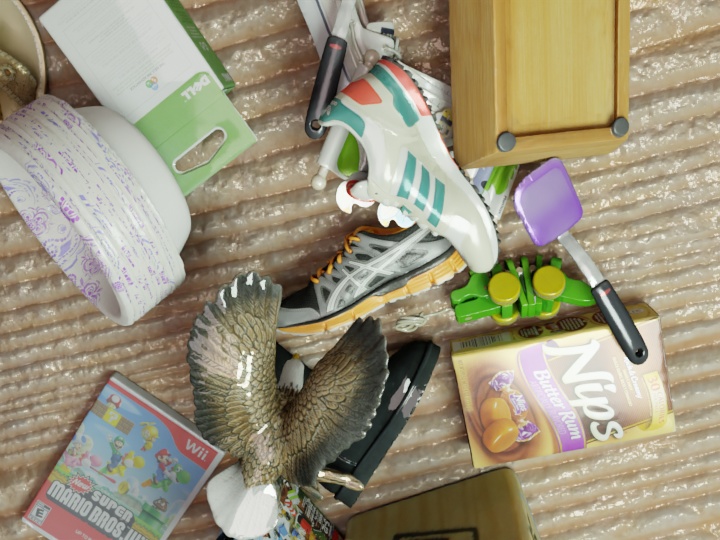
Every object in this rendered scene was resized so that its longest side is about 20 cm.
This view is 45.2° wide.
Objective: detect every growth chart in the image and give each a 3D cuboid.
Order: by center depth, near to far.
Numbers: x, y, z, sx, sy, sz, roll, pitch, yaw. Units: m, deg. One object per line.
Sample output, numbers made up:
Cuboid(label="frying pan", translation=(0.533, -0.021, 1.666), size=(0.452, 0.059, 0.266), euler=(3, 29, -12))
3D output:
Cuboid(label="growth chart", translation=(0.060, -0.104, 0.765), size=(0.197, 0.018, 0.147), euler=(15, 93, -23))

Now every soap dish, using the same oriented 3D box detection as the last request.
Cuboid(label="soap dish", translation=(0.153, -0.191, 0.728), size=(0.155, 0.081, 0.204), euler=(-7, 104, -16))

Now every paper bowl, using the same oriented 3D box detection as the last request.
Cuboid(label="paper bowl", translation=(-0.227, -0.060, 0.758), size=(0.104, 0.200, 0.202), euler=(-39, 100, -22))

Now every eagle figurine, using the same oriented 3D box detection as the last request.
Cuboid(label="eagle figurine", translation=(-0.068, 0.116, 0.744), size=(0.149, 0.152, 0.202), euler=(-12, 141, -21))

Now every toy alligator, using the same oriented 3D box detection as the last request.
Cuboid(label="toy alligator", translation=(0.127, 0.017, 0.819), size=(0.196, 0.059, 0.055), euler=(-8, 63, 5))

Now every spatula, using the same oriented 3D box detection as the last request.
Cuboid(label="spatula", translation=(-0.015, -0.210, 0.725), size=(0.056, 0.021, 0.203), euler=(16, 95, -1))
Cuboid(label="spatula", translation=(0.201, -0.001, 0.768), size=(0.056, 0.021, 0.202), euler=(-33, 95, -4))

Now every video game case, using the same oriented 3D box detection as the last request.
Cuboid(label="video game case", translation=(-0.250, 0.226, 0.911), size=(0.142, 0.017, 0.201), euler=(34, 103, -4))

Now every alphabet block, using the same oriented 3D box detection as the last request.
Cuboid(label="alphabet block", translation=(0.096, 0.339, 0.822), size=(0.194, 0.200, 0.198), euler=(-21, 102, 8))

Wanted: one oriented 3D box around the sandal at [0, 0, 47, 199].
Cuboid(label="sandal", translation=(-0.332, -0.162, 0.795), size=(0.076, 0.070, 0.215), euler=(-8, 103, 5))

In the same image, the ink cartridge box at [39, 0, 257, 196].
Cuboid(label="ink cartridge box", translation=(-0.184, -0.176, 0.787), size=(0.103, 0.059, 0.201), euler=(-33, 100, 11))

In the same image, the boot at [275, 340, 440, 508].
Cuboid(label="boot", translation=(-0.034, 0.120, 0.848), size=(0.161, 0.073, 0.200), euler=(32, 102, 2))

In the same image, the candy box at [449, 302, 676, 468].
Cuboid(label="candy box", translation=(0.193, 0.110, 0.835), size=(0.197, 0.057, 0.119), euler=(-12, 102, 5))

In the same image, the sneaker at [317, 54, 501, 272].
Cuboid(label="sneaker", translation=(0.038, -0.070, 0.722), size=(0.093, 0.070, 0.201), euler=(-33, 108, -4))

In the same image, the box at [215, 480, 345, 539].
Cuboid(label="box", translation=(-0.075, 0.282, 0.819), size=(0.038, 0.200, 0.137), euler=(-38, 99, 16))

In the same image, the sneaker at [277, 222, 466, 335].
Cuboid(label="sneaker", translation=(0.000, 0.000, 0.814), size=(0.197, 0.078, 0.078), euler=(-25, 99, -1))

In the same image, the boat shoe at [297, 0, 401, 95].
Cuboid(label="boat shoe", translation=(0.002, -0.196, 0.768), size=(0.069, 0.071, 0.203), euler=(-22, 95, 11))
